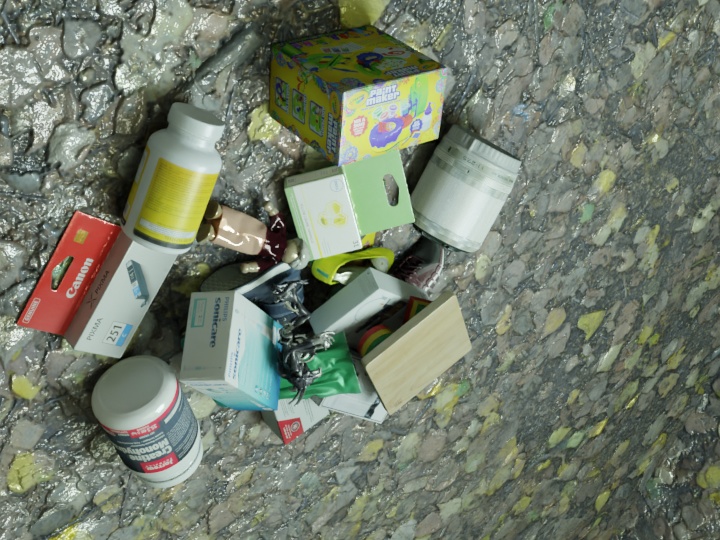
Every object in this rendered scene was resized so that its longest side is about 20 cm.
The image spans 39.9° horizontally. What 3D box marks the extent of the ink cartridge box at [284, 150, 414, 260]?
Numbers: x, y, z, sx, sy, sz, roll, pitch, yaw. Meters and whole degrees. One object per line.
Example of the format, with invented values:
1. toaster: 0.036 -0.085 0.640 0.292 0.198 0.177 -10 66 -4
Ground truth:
1. ink cartridge box: -0.016 -0.108 1.666 0.198 0.048 0.147 -13 121 3

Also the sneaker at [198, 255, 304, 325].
1. sneaker: -0.179 0.052 1.691 0.201 0.077 0.147 -24 131 -31

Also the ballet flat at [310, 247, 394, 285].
1. ballet flat: 0.000 0.000 1.758 0.199 0.067 0.067 -3 120 -44

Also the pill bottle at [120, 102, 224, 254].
1. pill bottle: -0.268 -0.134 1.441 0.111 0.112 0.202 6 115 -45

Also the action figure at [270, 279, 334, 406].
1. action figure: -0.092 0.117 1.632 0.101 0.119 0.202 -8 91 -13

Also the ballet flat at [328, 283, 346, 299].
1. ballet flat: -0.005 0.082 1.898 0.071 0.071 0.200 -46 141 -6

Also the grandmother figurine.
1. grandmother figurine: -0.163 -0.053 1.609 0.199 0.060 0.122 23 92 -34

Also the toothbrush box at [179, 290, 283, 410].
1. toothbrush box: -0.202 0.134 1.606 0.200 0.084 0.148 47 44 -62

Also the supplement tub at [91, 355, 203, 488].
1. supplement tub: -0.345 0.251 1.632 0.140 0.140 0.201 -34 137 -19

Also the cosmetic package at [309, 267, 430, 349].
1. cosmetic package: 0.023 0.077 1.780 0.150 0.052 0.199 -36 150 21

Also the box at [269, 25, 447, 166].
1. box: -0.007 -0.274 1.523 0.199 0.192 0.123 -19 131 -32

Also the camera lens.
1. camera lens: 0.186 -0.146 1.827 0.159 0.160 0.201 14 109 -48

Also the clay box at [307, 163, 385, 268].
1. clay box: -0.023 -0.095 1.753 0.114 0.048 0.202 -14 129 -37

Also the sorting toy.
1. sorting toy: 0.089 0.133 1.771 0.199 0.070 0.199 -37 146 -9

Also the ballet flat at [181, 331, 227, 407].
1. ballet flat: -0.251 0.154 1.705 0.070 0.071 0.201 -36 137 -17

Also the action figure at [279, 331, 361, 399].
1. action figure: -0.108 0.183 1.737 0.198 0.055 0.119 -15 101 2

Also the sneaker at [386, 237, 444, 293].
1. sneaker: 0.085 0.009 1.893 0.115 0.075 0.202 37 74 -47

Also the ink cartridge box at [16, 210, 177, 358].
1. ink cartridge box: -0.393 0.026 1.495 0.175 0.045 0.201 20 104 -50

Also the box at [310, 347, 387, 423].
1. box: -0.006 0.208 1.856 0.199 0.060 0.117 26 97 -50

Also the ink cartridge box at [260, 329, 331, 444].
1. ink cartridge box: -0.098 0.209 1.880 0.199 0.084 0.145 -32 136 -21
